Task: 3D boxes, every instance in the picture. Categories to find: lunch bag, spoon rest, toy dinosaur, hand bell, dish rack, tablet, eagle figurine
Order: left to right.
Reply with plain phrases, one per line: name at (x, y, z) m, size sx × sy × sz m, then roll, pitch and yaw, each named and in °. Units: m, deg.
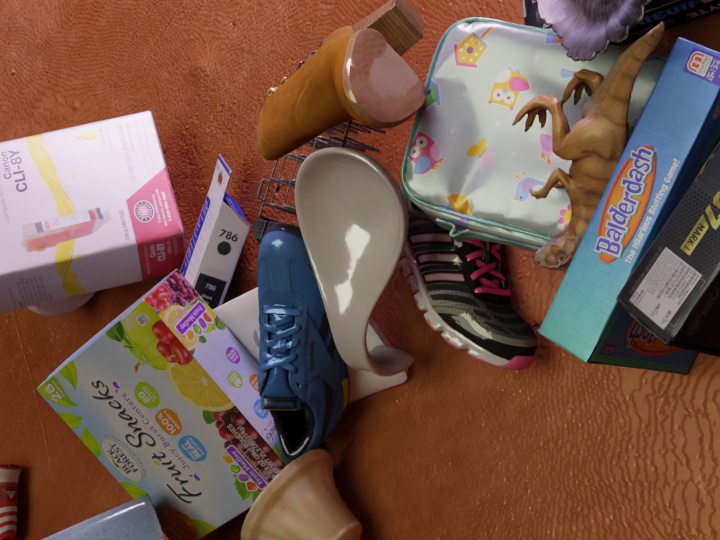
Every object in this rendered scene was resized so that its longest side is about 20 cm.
tablet at (-0.066, 0.073, 1.060) m, size 0.199 × 0.014 × 0.131 m, roll -25°, pitch 108°, yaw 35°
dish rack at (-0.028, -0.105, 1.059) m, size 0.153 × 0.054 × 0.203 m, roll 13°, pitch 86°, yaw 62°
spoon rest at (0.000, 0.000, 0.930) m, size 0.098 × 0.061 × 0.202 m, roll 10°, pitch 127°, yaw 32°
hand bell at (0.007, 0.248, 0.989) m, size 0.199 × 0.104 × 0.105 m, roll 39°, pitch 108°, yaw 25°
lunch bag at (0.131, -0.088, 0.887) m, size 0.198 × 0.077 × 0.163 m, roll 16°, pitch 89°, yaw 20°
toy dinosaur at (0.154, -0.093, 0.785) m, size 0.107 × 0.060 × 0.202 m, roll -124°, pitch 35°, yaw -44°
eagle figurine at (0.170, -0.225, 0.806) m, size 0.201 × 0.150 × 0.152 m, roll 51°, pitch 121°, yaw 29°

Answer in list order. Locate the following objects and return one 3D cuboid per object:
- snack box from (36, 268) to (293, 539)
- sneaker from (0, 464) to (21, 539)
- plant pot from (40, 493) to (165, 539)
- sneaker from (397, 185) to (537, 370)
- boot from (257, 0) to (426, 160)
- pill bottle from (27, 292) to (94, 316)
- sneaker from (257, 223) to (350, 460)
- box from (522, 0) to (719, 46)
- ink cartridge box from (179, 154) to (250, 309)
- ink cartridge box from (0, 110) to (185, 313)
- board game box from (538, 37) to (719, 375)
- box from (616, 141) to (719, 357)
snack box at (-0.161, 0.127, 1.083) m, size 0.168 × 0.068 × 0.201 m, roll -34°, pitch 98°, yaw 32°
sneaker at (-0.458, 0.286, 1.380) m, size 0.198 × 0.078 × 0.117 m, roll -18°, pitch 70°, yaw 39°
plant pot at (-0.254, 0.346, 1.062) m, size 0.197 × 0.197 × 0.198 m, roll 109°, pitch 141°, yaw -53°
sneaker at (0.082, -0.011, 0.957) m, size 0.088 × 0.073 × 0.201 m, roll -56°, pitch 47°, yaw 27°
boot at (-0.023, -0.121, 0.907) m, size 0.143 × 0.071 × 0.202 m, roll -36°, pitch 19°, yaw 27°
pill bottle at (-0.373, -0.037, 1.335) m, size 0.199 × 0.112 × 0.115 m, roll 27°, pitch 100°, yaw 41°
sneaker at (-0.053, 0.063, 0.989) m, size 0.065 × 0.079 × 0.202 m, roll 7°, pitch 123°, yaw 23°
box at (0.208, -0.258, 0.908) m, size 0.198 × 0.046 × 0.161 m, roll -14°, pitch 74°, yaw 39°
ink cartridge box at (-0.144, -0.002, 1.149) m, size 0.100 × 0.039 × 0.202 m, roll -128°, pitch 56°, yaw -71°
ink cartridge box at (-0.283, -0.057, 1.201) m, size 0.084 × 0.197 × 0.147 m, roll 103°, pitch 151°, yaw -64°
board game box at (0.210, -0.033, 0.798) m, size 0.045 × 0.151 × 0.202 m, roll 31°, pitch 103°, yaw 37°
box at (0.261, -0.040, 0.751) m, size 0.051 × 0.157 × 0.201 m, roll 44°, pitch 110°, yaw 35°
